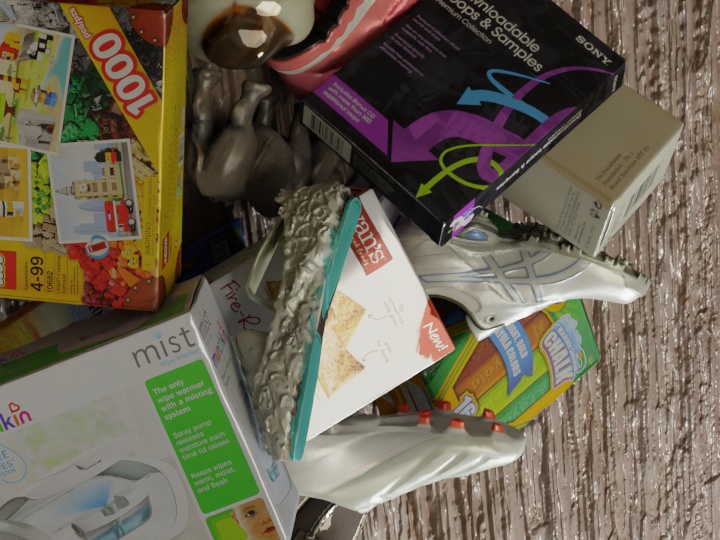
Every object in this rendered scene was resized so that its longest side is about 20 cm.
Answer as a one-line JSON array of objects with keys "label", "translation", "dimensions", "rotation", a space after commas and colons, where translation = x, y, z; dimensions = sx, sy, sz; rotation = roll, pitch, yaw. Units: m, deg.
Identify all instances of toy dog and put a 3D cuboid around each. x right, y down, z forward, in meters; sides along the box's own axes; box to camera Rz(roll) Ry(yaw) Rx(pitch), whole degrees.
[{"label": "toy dog", "translation": [-0.072, -0.234, 1.560], "dimensions": [0.193, 0.139, 0.202], "rotation": [-9, 117, -34]}]

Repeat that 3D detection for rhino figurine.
[{"label": "rhino figurine", "translation": [-0.064, -0.084, 1.684], "dimensions": [0.200, 0.059, 0.088], "rotation": [16, 87, -59]}]

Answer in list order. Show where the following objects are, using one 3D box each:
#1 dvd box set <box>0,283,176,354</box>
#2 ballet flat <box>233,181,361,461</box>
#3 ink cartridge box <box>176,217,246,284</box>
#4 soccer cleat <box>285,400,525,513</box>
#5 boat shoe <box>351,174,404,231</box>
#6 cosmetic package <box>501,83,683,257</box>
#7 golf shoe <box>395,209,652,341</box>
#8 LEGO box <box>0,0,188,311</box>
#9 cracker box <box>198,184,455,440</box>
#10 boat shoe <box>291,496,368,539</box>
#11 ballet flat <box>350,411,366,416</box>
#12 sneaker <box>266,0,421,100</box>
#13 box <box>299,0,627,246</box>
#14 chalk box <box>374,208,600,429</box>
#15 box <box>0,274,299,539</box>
[{"label": "dvd box set", "translation": [-0.200, 0.087, 1.643], "dimensions": [0.199, 0.029, 0.147], "rotation": [-33, 106, -17]}, {"label": "ballet flat", "translation": [-0.050, 0.033, 1.567], "dimensions": [0.072, 0.071, 0.202], "rotation": [32, 63, -43]}, {"label": "ink cartridge box", "translation": [-0.108, 0.073, 1.749], "dimensions": [0.119, 0.042, 0.201], "rotation": [-30, 125, -25]}, {"label": "soccer cleat", "translation": [0.024, 0.142, 1.726], "dimensions": [0.198, 0.069, 0.078], "rotation": [0, 103, -8]}, {"label": "boat shoe", "translation": [0.000, 0.000, 1.741], "dimensions": [0.067, 0.073, 0.201], "rotation": [52, 59, -29]}, {"label": "cosmetic package", "translation": [0.127, -0.113, 1.718], "dimensions": [0.104, 0.199, 0.073], "rotation": [-47, 164, -32]}, {"label": "golf shoe", "translation": [0.116, 0.009, 1.739], "dimensions": [0.198, 0.078, 0.098], "rotation": [14, 95, -6]}, {"label": "LEGO box", "translation": [-0.194, -0.086, 1.513], "dimensions": [0.147, 0.077, 0.202], "rotation": [5, 108, 6]}, {"label": "cracker box", "translation": [-0.050, 0.046, 1.640], "dimensions": [0.199, 0.058, 0.135], "rotation": [-31, 102, -11]}, {"label": "boat shoe", "translation": [-0.048, 0.250, 1.868], "dimensions": [0.201, 0.059, 0.072], "rotation": [-54, 132, -5]}, {"label": "ballet flat", "translation": [-0.031, 0.136, 1.776], "dimensions": [0.199, 0.068, 0.064], "rotation": [-14, 106, -37]}, {"label": "sneaker", "translation": [0.010, -0.201, 1.701], "dimensions": [0.200, 0.074, 0.087], "rotation": [-40, 144, -11]}, {"label": "box", "translation": [0.075, -0.128, 1.656], "dimensions": [0.200, 0.143, 0.036], "rotation": [-41, 161, -25]}, {"label": "chalk box", "translation": [0.103, 0.039, 1.842], "dimensions": [0.200, 0.124, 0.125], "rotation": [-40, 131, -17]}, {"label": "box", "translation": [-0.166, 0.125, 1.558], "dimensions": [0.198, 0.097, 0.178], "rotation": [-20, 104, 7]}]
